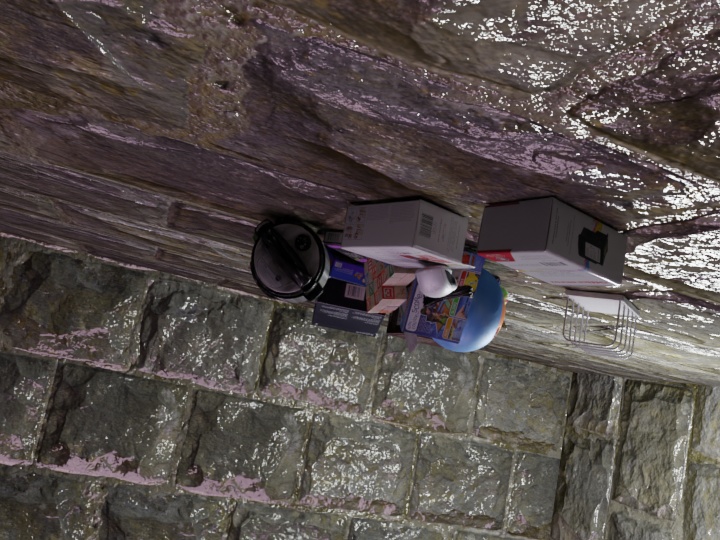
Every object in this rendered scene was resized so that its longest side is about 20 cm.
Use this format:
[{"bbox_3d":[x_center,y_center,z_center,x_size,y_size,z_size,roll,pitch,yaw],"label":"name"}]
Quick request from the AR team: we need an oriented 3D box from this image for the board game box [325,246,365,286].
[{"bbox_3d":[0.000,0.000,1.722,0.196,0.046,0.134,16,-169,-21],"label":"board game box"}]

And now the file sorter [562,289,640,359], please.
[{"bbox_3d":[0.590,0.135,1.649,0.136,0.128,0.199,5,168,35],"label":"file sorter"}]

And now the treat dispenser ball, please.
[{"bbox_3d":[0.236,0.085,1.555,0.196,0.206,0.201,11,171,2],"label":"treat dispenser ball"}]

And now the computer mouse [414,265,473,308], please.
[{"bbox_3d":[0.151,0.036,1.290,0.107,0.045,0.200,-9,163,18],"label":"computer mouse"}]

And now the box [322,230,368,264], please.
[{"bbox_3d":[0.023,-0.047,1.571,0.140,0.037,0.199,6,168,31],"label":"box"}]

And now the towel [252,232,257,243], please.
[{"bbox_3d":[-0.178,-0.042,1.756,0.196,0.031,0.149,20,-168,-29],"label":"towel"}]

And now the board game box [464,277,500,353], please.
[{"bbox_3d":[0.226,0.078,1.697,0.196,0.204,0.062,24,174,17],"label":"board game box"}]

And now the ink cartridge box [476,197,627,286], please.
[{"bbox_3d":[0.306,-0.040,1.070,0.197,0.085,0.144,18,169,-34],"label":"ink cartridge box"}]

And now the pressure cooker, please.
[{"bbox_3d":[-0.159,-0.022,1.515,0.171,0.184,0.200,7,174,2],"label":"pressure cooker"}]

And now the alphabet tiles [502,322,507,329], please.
[{"bbox_3d":[0.310,0.105,1.847,0.196,0.169,0.008,15,126,-22],"label":"alphabet tiles"}]

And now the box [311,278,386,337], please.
[{"bbox_3d":[-0.030,0.092,1.879,0.195,0.107,0.183,12,154,-4],"label":"box"}]

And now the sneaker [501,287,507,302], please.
[{"bbox_3d":[0.301,0.118,1.748,0.083,0.200,0.077,36,167,30],"label":"sneaker"}]

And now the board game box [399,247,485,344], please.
[{"bbox_3d":[0.172,0.044,1.414,0.132,0.205,0.035,13,-163,-8],"label":"board game box"}]

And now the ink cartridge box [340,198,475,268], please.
[{"bbox_3d":[0.092,-0.061,1.229,0.173,0.086,0.198,17,171,-40],"label":"ink cartridge box"}]

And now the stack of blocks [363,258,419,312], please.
[{"bbox_3d":[0.066,0.010,1.446,0.057,0.118,0.200,2,161,-17],"label":"stack of blocks"}]

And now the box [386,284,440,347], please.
[{"bbox_3d":[0.203,0.130,1.997,0.195,0.170,0.164,15,170,-16],"label":"box"}]

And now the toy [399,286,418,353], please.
[{"bbox_3d":[0.116,0.076,1.531,0.046,0.205,0.115,-12,165,-8],"label":"toy"}]
